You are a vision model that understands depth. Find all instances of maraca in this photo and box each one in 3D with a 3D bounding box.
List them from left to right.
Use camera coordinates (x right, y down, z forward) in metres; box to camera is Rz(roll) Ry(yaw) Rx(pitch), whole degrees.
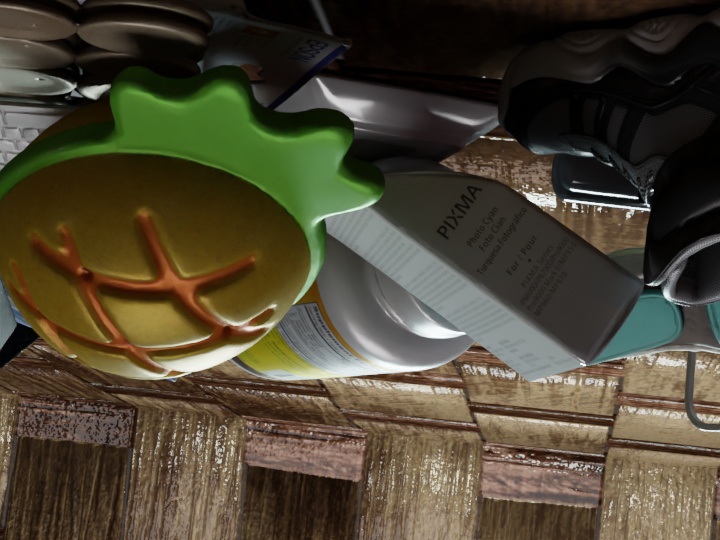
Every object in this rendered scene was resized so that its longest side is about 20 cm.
[{"bbox_3d":[-0.074,-0.022,0.886,0.136,0.108,0.200,19,147,-23],"label":"maraca"}]

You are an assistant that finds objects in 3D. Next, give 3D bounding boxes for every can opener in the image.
[{"bbox_3d":[0.196,-0.026,1.136,0.198,0.067,0.053,7,170,-2],"label":"can opener"}]

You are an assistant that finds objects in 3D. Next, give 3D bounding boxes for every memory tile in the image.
[{"bbox_3d":[-0.137,-0.088,0.883,0.152,0.017,0.200,7,171,-8],"label":"memory tile"}]

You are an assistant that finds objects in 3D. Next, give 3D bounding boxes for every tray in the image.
[{"bbox_3d":[0.000,-0.066,1.173,0.106,0.022,0.200,8,171,-14],"label":"tray"}]

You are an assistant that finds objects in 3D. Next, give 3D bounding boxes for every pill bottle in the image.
[{"bbox_3d":[0.000,0.000,1.167,0.109,0.110,0.200,12,169,-30],"label":"pill bottle"}]

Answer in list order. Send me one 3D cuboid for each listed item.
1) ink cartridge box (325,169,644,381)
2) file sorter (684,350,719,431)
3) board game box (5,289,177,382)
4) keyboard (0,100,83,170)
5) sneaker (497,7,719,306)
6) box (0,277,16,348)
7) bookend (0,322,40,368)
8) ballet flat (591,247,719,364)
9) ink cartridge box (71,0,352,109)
[{"bbox_3d":[0.021,-0.028,0.984,0.200,0.047,0.160,38,174,0],"label":"ink cartridge box"},{"bbox_3d":[0.312,0.052,1.363,0.199,0.126,0.138,13,168,-35],"label":"file sorter"},{"bbox_3d":[-0.199,-0.030,1.125,0.200,0.044,0.198,42,164,-34],"label":"board game box"},{"bbox_3d":[-0.161,-0.055,0.960,0.198,0.011,0.056,4,150,6],"label":"keyboard"},{"bbox_3d":[0.124,-0.042,0.934,0.075,0.115,0.199,12,169,-35],"label":"sneaker"},{"bbox_3d":[-0.274,-0.012,1.097,0.199,0.079,0.141,34,170,2],"label":"box"},{"bbox_3d":[-0.264,-0.032,1.278,0.092,0.199,0.201,-8,120,58],"label":"bookend"},{"bbox_3d":[0.170,0.008,1.105,0.198,0.070,0.069,-6,168,17],"label":"ballet flat"},{"bbox_3d":[-0.119,-0.108,0.931,0.198,0.041,0.199,8,172,-15],"label":"ink cartridge box"}]
